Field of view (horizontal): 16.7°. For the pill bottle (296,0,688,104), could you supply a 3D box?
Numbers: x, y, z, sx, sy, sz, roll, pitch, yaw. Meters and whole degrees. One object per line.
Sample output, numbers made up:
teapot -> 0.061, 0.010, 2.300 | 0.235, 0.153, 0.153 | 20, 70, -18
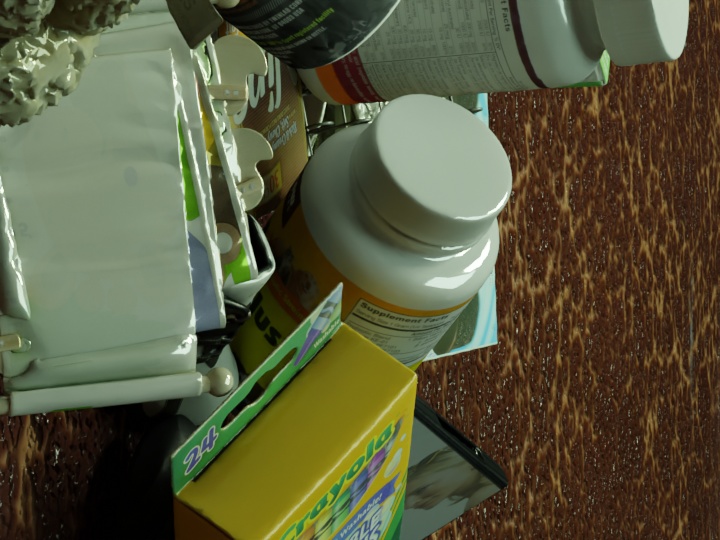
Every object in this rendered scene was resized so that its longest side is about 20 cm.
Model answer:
pill bottle -> 0.067, -0.149, 1.297 | 0.109, 0.198, 0.111 | -4, 90, -69

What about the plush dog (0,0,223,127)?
plush dog -> -0.150, -0.158, 0.955 | 0.171, 0.160, 0.202 | -3, 93, -48

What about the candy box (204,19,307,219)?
candy box -> -0.075, -0.129, 1.274 | 0.115, 0.055, 0.202 | -31, 117, -69

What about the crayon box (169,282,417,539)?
crayon box -> -0.032, 0.114, 1.179 | 0.126, 0.051, 0.201 | -45, 157, -28

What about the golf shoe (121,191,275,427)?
golf shoe -> -0.081, 0.019, 1.194 | 0.200, 0.094, 0.078 | 63, 31, -56

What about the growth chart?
growth chart -> -0.107, -0.034, 1.090 | 0.018, 0.144, 0.202 | 167, -77, -66

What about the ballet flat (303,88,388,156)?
ballet flat -> -0.013, -0.050, 1.471 | 0.072, 0.071, 0.202 | 17, 70, -70

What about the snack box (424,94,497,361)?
snack box -> 0.036, -0.044, 1.571 | 0.116, 0.037, 0.202 | -11, 101, -48

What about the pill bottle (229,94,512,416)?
pill bottle -> 0.000, 0.000, 1.268 | 0.200, 0.109, 0.110 | -54, -166, 45

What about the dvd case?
dvd case -> -0.004, 0.129, 1.363 | 0.018, 0.142, 0.200 | 61, 8, 24

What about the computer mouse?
computer mouse -> -0.104, 0.165, 1.183 | 0.059, 0.034, 0.201 | 63, 37, -65

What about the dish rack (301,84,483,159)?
dish rack -> 0.015, -0.074, 1.415 | 0.153, 0.054, 0.202 | -8, 86, -34

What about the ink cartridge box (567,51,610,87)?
ink cartridge box -> 0.102, -0.227, 1.669 | 0.084, 0.144, 0.201 | 61, 33, -54

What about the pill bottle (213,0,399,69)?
pill bottle -> -0.070, -0.188, 1.140 | 0.200, 0.106, 0.107 | 35, 50, -33
